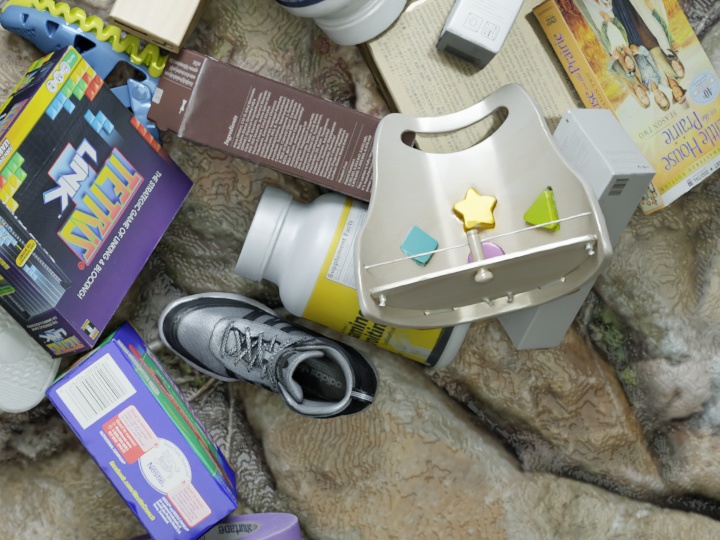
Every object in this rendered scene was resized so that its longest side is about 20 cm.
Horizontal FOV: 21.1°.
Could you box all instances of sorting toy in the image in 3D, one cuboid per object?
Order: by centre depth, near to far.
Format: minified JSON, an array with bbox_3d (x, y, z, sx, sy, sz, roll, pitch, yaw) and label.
[{"bbox_3d":[0.090,-0.058,1.553,0.200,0.107,0.180,-14,72,8],"label":"sorting toy"}]

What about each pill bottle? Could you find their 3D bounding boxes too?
[{"bbox_3d":[-0.046,-0.277,1.563,0.111,0.111,0.200,-43,130,-1],"label":"pill bottle"},{"bbox_3d":[0.000,0.000,1.641,0.200,0.112,0.112,21,90,-2],"label":"pill bottle"}]

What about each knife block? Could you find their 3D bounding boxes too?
[{"bbox_3d":[-0.133,-0.296,1.602,0.064,0.200,0.176,23,120,-2],"label":"knife block"}]

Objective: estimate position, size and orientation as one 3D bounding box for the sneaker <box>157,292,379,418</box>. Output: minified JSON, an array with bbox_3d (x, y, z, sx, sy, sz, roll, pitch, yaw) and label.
[{"bbox_3d":[-0.077,0.071,1.637,0.200,0.114,0.076,20,90,-3],"label":"sneaker"}]

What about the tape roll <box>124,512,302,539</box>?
[{"bbox_3d":[-0.141,0.265,1.597,0.200,0.200,0.085,-11,91,-2],"label":"tape roll"}]

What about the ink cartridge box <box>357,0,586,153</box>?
[{"bbox_3d":[0.109,-0.153,1.661,0.165,0.075,0.200,-26,91,-3],"label":"ink cartridge box"}]

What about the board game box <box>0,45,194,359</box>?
[{"bbox_3d":[-0.242,-0.056,1.567,0.165,0.057,0.200,48,47,-24],"label":"board game box"}]

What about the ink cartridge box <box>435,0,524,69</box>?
[{"bbox_3d":[0.127,-0.268,1.570,0.050,0.109,0.200,25,88,-2],"label":"ink cartridge box"}]

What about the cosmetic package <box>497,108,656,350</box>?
[{"bbox_3d":[0.169,-0.033,1.608,0.051,0.083,0.200,-4,136,-33],"label":"cosmetic package"}]

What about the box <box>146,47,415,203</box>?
[{"bbox_3d":[-0.066,-0.120,1.609,0.200,0.100,0.075,16,96,-25],"label":"box"}]

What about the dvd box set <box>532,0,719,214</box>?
[{"bbox_3d":[0.243,-0.165,1.646,0.146,0.029,0.200,-32,95,-40],"label":"dvd box set"}]

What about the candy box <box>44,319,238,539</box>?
[{"bbox_3d":[-0.176,0.135,1.591,0.077,0.200,0.169,-36,95,-3],"label":"candy box"}]

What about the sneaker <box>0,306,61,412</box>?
[{"bbox_3d":[-0.295,0.023,1.624,0.074,0.118,0.201,-1,81,-19],"label":"sneaker"}]

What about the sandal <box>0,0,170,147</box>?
[{"bbox_3d":[-0.221,-0.169,1.647,0.200,0.079,0.087,28,94,-1],"label":"sandal"}]
